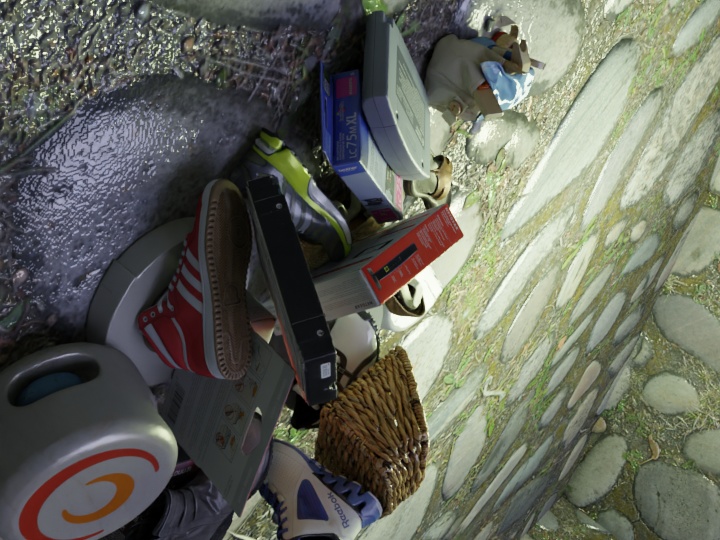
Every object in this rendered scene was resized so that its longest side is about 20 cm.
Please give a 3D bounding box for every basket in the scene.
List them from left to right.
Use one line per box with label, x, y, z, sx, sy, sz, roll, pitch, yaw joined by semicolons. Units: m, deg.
basket;0.039;0.221;1.194;0.149;0.143;0.200;-37;158;-27

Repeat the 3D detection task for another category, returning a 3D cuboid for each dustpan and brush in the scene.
dustpan and brush;0.036;0.066;1.420;0.200;0.057;0.140;-55;142;-15

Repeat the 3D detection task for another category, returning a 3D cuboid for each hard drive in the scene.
hard drive;-0.069;0.022;0.912;0.038;0.200;0.140;-15;157;-8

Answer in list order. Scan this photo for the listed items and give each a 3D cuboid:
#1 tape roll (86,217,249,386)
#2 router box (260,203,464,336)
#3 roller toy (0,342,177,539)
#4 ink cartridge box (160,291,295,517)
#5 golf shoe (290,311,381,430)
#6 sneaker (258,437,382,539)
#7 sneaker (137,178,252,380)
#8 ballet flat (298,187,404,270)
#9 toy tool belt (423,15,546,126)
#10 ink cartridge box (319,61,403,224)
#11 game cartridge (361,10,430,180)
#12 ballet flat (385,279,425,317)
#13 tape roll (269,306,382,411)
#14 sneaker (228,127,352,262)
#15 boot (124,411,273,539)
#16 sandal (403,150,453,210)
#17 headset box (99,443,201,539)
tape roll;-0.206;0.036;0.997;0.203;0.037;0.203;-39;150;-29
router box;0.000;0.000;1.110;0.200;0.049;0.179;-19;-167;47
roller toy;-0.284;0.168;0.894;0.182;0.140;0.200;-46;146;11
ink cartridge box;-0.136;0.133;0.985;0.044;0.174;0.200;-6;126;-46
golf shoe;-0.036;0.136;1.198;0.094;0.078;0.200;-20;136;-48
sneaker;-0.085;0.296;1.143;0.115;0.199;0.081;-51;155;-38
sneaker;-0.170;0.009;0.929;0.071;0.112;0.200;-1;90;-55
ballet flat;-0.015;-0.071;1.151;0.200;0.070;0.065;-41;154;-28
toy tool belt;0.182;-0.254;1.208;0.200;0.123;0.125;-31;144;-40
ink cartridge box;0.005;-0.147;1.063;0.200;0.042;0.120;42;43;-61
game cartridge;0.044;-0.193;1.074;0.200;0.041;0.133;51;43;-62
ballet flat;0.050;0.003;1.293;0.068;0.072;0.200;-49;139;-23
tape roll;-0.058;0.098;1.276;0.200;0.066;0.200;-40;150;-29
sneaker;-0.080;-0.071;1.033;0.081;0.074;0.200;-40;130;-2
boot;-0.189;0.260;1.080;0.132;0.070;0.200;13;104;-56
sandal;0.107;-0.125;1.278;0.200;0.054;0.082;44;57;-63
headset box;-0.243;0.274;1.161;0.149;0.075;0.200;-7;126;-56
